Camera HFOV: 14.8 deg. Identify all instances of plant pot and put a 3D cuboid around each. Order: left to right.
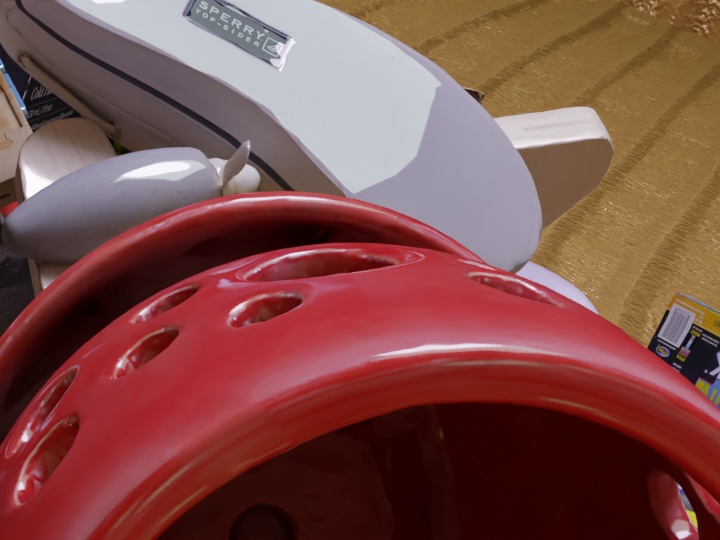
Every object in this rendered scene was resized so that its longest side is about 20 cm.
[{"bbox_3d":[-0.005,0.088,0.661,0.199,0.201,0.182,18,9,-18],"label":"plant pot"}]

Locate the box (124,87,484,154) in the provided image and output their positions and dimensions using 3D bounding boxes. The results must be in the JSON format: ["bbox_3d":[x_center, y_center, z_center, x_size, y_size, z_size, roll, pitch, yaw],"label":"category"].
[{"bbox_3d":[-0.032,-0.065,1.298,0.162,0.021,0.200,7,-11,-1],"label":"box"}]

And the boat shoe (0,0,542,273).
[{"bbox_3d":[-0.034,-0.049,0.928,0.199,0.066,0.072,28,54,-6],"label":"boat shoe"}]

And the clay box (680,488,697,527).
[{"bbox_3d":[0.116,0.100,1.111,0.115,0.048,0.200,28,16,22],"label":"clay box"}]

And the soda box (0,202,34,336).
[{"bbox_3d":[-0.149,-0.004,1.043,0.063,0.071,0.200,32,17,35],"label":"soda box"}]

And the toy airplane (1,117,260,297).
[{"bbox_3d":[-0.053,0.048,0.839,0.200,0.141,0.199,38,35,0],"label":"toy airplane"}]

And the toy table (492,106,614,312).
[{"bbox_3d":[0.000,0.000,1.016,0.199,0.118,0.184,-17,46,-25],"label":"toy table"}]

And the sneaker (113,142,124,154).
[{"bbox_3d":[-0.124,-0.089,1.416,0.199,0.074,0.084,15,7,11],"label":"sneaker"}]

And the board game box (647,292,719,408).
[{"bbox_3d":[0.231,0.083,1.246,0.165,0.057,0.200,27,2,-16],"label":"board game box"}]

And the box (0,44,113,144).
[{"bbox_3d":[-0.161,-0.121,1.238,0.104,0.183,0.200,23,13,6],"label":"box"}]

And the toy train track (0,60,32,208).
[{"bbox_3d":[-0.151,-0.073,1.058,0.114,0.033,0.200,-23,37,-8],"label":"toy train track"}]
